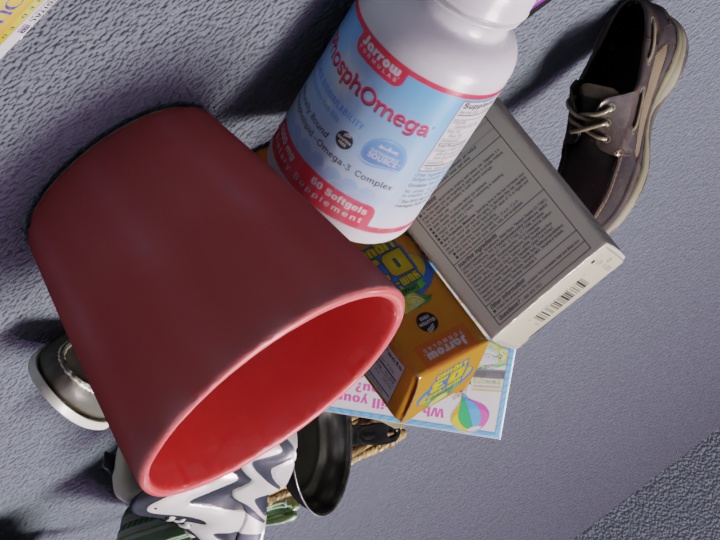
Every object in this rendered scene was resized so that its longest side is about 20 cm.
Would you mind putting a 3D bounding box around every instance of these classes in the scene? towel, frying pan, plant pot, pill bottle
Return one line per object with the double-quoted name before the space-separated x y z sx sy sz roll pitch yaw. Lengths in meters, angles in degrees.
"towel" -0.125 0.195 1.992 0.152 0.024 0.200 -17 -171 -1
"frying pan" -0.021 0.113 1.851 0.031 0.116 0.190 -2 -160 22
"plant pot" -0.102 0.010 1.498 0.200 0.178 0.201 -34 163 -12
"pill bottle" 0.030 -0.121 1.525 0.108 0.109 0.200 -16 146 -49

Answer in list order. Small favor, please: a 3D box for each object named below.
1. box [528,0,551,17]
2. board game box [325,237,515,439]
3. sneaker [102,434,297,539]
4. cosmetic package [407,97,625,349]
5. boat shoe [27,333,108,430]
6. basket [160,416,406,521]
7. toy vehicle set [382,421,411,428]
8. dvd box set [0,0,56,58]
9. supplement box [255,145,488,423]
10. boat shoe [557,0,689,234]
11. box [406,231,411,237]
"box" 0.147 -0.250 1.562 0.143 0.036 0.200 -37 161 -3
"board game box" 0.013 0.040 1.732 0.034 0.198 0.135 -78 177 -63
"sneaker" -0.130 0.160 1.765 0.129 0.080 0.200 8 144 -15
"cosmetic package" 0.075 -0.057 1.636 0.105 0.200 0.071 -38 163 9
"boat shoe" -0.165 0.064 1.689 0.060 0.072 0.202 -39 169 15
"basket" -0.087 0.100 1.946 0.199 0.150 0.142 -24 -168 -36
"toy vehicle set" 0.076 0.020 1.861 0.124 0.026 0.201 -16 -130 63
"dvd box set" -0.197 -0.156 1.138 0.146 0.029 0.200 -43 161 17
"supplement box" 0.000 0.000 1.630 0.066 0.200 0.069 -27 161 -28
"boat shoe" 0.182 -0.117 1.832 0.073 0.074 0.201 40 65 -48
"box" 0.034 -0.018 1.782 0.200 0.095 0.103 -45 -177 23
